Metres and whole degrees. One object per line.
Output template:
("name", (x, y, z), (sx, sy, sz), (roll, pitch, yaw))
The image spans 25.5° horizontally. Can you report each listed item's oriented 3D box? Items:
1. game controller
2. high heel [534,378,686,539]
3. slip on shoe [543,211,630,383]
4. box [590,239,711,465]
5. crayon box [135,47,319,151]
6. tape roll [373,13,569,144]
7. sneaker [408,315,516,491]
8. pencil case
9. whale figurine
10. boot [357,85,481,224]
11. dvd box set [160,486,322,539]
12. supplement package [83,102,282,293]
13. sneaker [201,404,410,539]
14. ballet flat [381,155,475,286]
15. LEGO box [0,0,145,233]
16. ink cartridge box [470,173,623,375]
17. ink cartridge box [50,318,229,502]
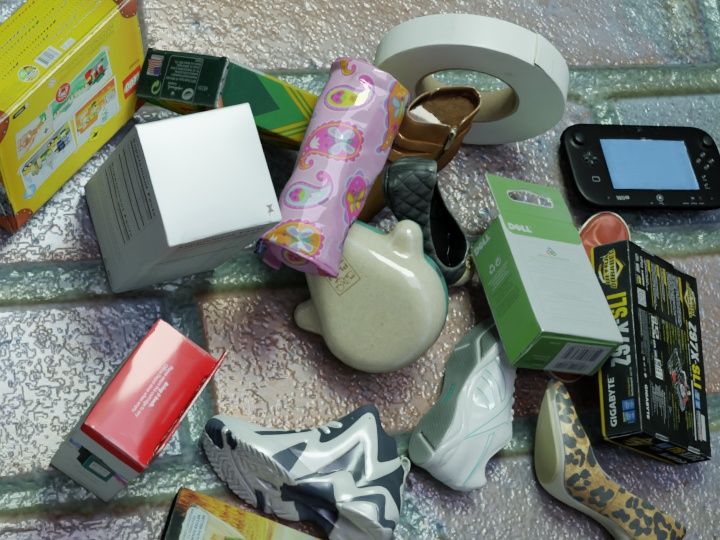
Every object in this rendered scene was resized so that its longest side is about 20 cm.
("game controller", (0.311, -0.111, 1.737), (0.198, 0.042, 0.105), (-1, 54, -22))
("high heel", (0.250, 0.199, 1.589), (0.141, 0.071, 0.202), (-9, 92, -18))
("slip on shoe", (0.243, 0.023, 1.659), (0.074, 0.061, 0.201), (28, 62, -9))
("box", (0.297, 0.085, 1.626), (0.159, 0.049, 0.202), (23, 60, -51))
("crayon box", (-0.098, -0.154, 1.515), (0.199, 0.126, 0.051), (17, 88, -44))
("tape roll", (0.110, -0.189, 1.599), (0.201, 0.203, 0.037), (17, 66, -16))
("sneaker", (0.120, 0.127, 1.576), (0.080, 0.070, 0.201), (41, 63, -23))
("pencil case", (-0.025, -0.092, 1.454), (0.087, 0.087, 0.202), (24, 82, -12))
("whale figurine", (0.000, 0.000, 1.535), (0.200, 0.159, 0.104), (50, 21, 0))
("boot", (0.023, -0.109, 1.559), (0.199, 0.155, 0.074), (-34, 82, -29))
("dvd box set", (-0.091, 0.293, 1.419), (0.198, 0.029, 0.147), (23, 50, -9))
("supplement package", (-0.164, -0.062, 1.437), (0.113, 0.200, 0.111), (-14, 84, -25))
("sneaker", (-0.041, 0.167, 1.490), (0.197, 0.080, 0.130), (23, 42, 10))
("ballet flat", (0.077, -0.042, 1.559), (0.056, 0.200, 0.067), (0, 60, 25))
("LEGO box", (-0.287, -0.159, 1.447), (0.077, 0.150, 0.200), (30, 60, 18))
("ink cartridge box", (0.176, 0.004, 1.585), (0.103, 0.059, 0.201), (8, 47, -31))
("ink cartridge box", (-0.192, 0.118, 1.368), (0.067, 0.200, 0.117), (36, 62, -6))
